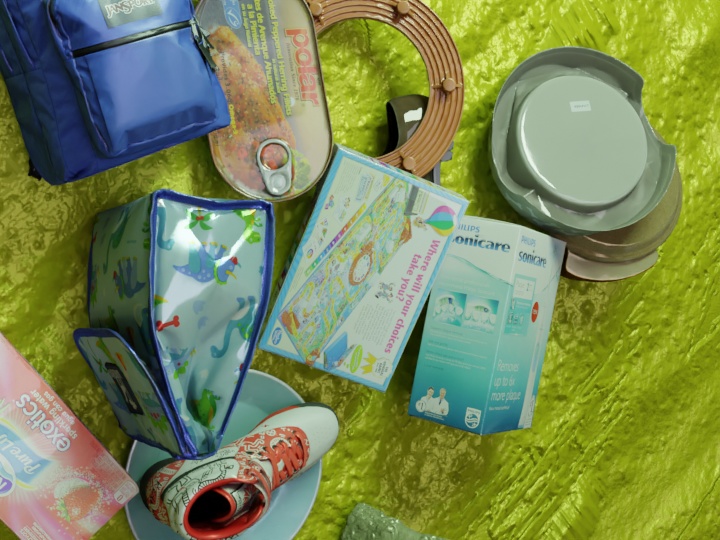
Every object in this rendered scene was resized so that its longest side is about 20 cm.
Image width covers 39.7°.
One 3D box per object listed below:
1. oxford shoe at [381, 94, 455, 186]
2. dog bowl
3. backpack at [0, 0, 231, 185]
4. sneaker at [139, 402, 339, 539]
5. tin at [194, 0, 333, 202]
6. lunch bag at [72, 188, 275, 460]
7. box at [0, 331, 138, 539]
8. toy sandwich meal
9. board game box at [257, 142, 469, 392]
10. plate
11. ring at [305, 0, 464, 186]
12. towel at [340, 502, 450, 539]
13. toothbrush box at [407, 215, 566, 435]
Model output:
[{"bbox_3d":[0.041,-0.073,0.986,0.084,0.073,0.202,2,93,-13],"label":"oxford shoe"},{"bbox_3d":[0.223,-0.128,1.034,0.198,0.059,0.202,3,73,-11],"label":"dog bowl"},{"bbox_3d":[-0.196,-0.187,0.777,0.162,0.167,0.202,-25,104,-31],"label":"backpack"},{"bbox_3d":[-0.086,0.181,0.884,0.200,0.108,0.068,-17,104,-27],"label":"sneaker"},{"bbox_3d":[-0.087,-0.162,0.890,0.111,0.042,0.202,-9,96,-5],"label":"tin"},{"bbox_3d":[-0.156,0.045,0.811,0.126,0.170,0.202,3,87,-29],"label":"lunch bag"},{"bbox_3d":[-0.283,0.128,0.799,0.095,0.102,0.201,-43,115,-18],"label":"box"},{"bbox_3d":[0.263,-0.086,1.098,0.203,0.070,0.207,3,73,-10],"label":"toy sandwich meal"},{"bbox_3d":[0.000,0.000,0.934,0.133,0.034,0.201,21,101,-14],"label":"board game box"},{"bbox_3d":[-0.128,0.189,0.938,0.198,0.026,0.202,-4,98,-28],"label":"plate"},{"bbox_3d":[0.002,-0.170,0.931,0.198,0.019,0.203,0,93,-6],"label":"ring"},{"bbox_3d":[0.020,0.345,0.980,0.036,0.147,0.202,20,86,-56],"label":"towel"},{"bbox_3d":[0.130,0.054,1.000,0.146,0.085,0.202,12,88,-61],"label":"toothbrush box"}]
